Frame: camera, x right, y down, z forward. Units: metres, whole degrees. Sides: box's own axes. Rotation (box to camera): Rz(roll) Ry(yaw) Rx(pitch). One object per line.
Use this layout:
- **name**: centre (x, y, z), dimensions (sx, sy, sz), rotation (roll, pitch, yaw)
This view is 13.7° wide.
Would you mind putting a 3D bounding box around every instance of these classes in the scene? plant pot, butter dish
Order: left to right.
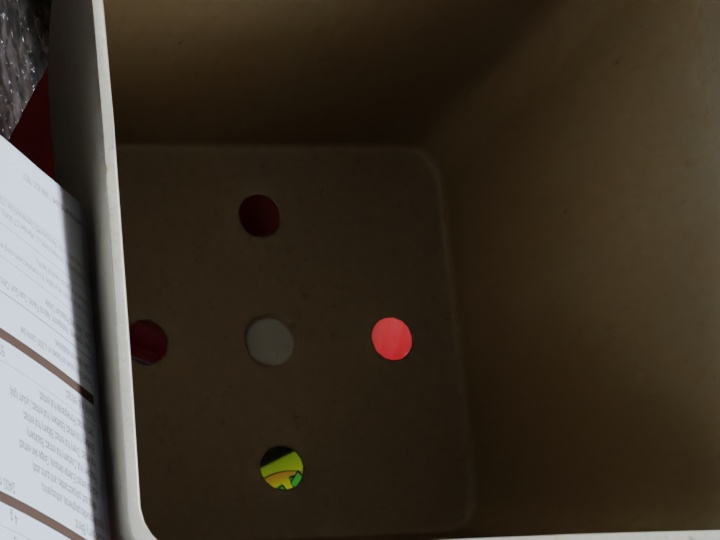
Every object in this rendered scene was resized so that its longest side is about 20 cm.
- **butter dish**: centre (-0.039, -0.044, 1.066), dimensions (0.199, 0.200, 0.148), rotation (-38, 147, -79)
- **plant pot**: centre (0.000, 0.000, 0.885), dimensions (0.177, 0.200, 0.200), rotation (141, -54, -66)

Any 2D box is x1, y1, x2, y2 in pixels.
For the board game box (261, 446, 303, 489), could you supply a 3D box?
- **board game box**: centre (-0.050, 0.082, 1.109), dimensions (0.048, 0.101, 0.200), rotation (63, 0, -9)

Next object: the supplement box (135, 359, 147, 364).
- **supplement box**: centre (-0.043, 0.073, 1.335), dimensions (0.200, 0.085, 0.111), rotation (-10, 91, -80)

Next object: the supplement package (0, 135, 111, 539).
- **supplement package**: centre (-0.133, 0.072, 0.726), dimensions (0.120, 0.121, 0.200), rotation (48, 34, -69)
